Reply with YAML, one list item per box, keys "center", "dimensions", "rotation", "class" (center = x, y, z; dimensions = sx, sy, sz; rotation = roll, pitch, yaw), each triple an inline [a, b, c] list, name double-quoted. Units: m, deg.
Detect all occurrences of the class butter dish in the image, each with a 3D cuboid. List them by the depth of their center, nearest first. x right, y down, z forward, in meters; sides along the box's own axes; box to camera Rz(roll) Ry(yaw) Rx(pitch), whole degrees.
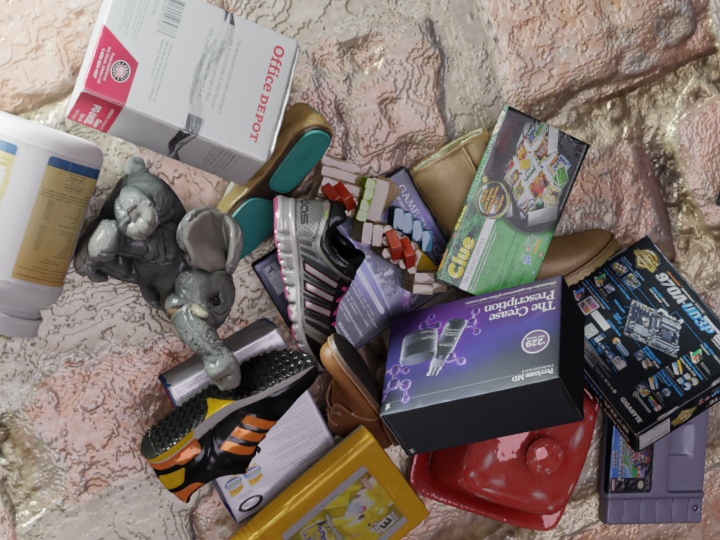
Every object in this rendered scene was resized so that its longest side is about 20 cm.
- center: [0.179, 0.187, 1.690]
  dimensions: [0.198, 0.148, 0.202]
  rotation: [19, 92, -16]
  class: "butter dish"

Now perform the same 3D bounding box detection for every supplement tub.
- center: [-0.347, -0.048, 1.520]
  dimensions: [0.143, 0.145, 0.202]
  rotation: [18, 92, -16]
  class: "supplement tub"

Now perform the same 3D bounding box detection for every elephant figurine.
- center: [-0.182, 0.001, 1.566]
  dimensions: [0.199, 0.141, 0.156]
  rotation: [34, 85, -15]
  class: "elephant figurine"

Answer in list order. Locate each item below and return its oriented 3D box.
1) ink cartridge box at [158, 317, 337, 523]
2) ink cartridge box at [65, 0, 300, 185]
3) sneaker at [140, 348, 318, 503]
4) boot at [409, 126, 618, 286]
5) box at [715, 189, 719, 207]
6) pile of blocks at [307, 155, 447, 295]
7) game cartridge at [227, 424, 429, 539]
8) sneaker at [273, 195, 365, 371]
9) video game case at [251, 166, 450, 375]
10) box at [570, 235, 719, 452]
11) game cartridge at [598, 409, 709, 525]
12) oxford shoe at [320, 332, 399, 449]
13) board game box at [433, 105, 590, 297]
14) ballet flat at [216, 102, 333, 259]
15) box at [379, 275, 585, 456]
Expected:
- center: [-0.110, 0.173, 1.648]
  dimensions: [0.136, 0.076, 0.202]
  rotation: [-28, 102, -9]
  class: "ink cartridge box"
- center: [-0.176, -0.192, 1.554]
  dimensions: [0.198, 0.083, 0.147]
  rotation: [21, 66, -16]
  class: "ink cartridge box"
- center: [-0.122, 0.159, 1.577]
  dimensions: [0.199, 0.070, 0.091]
  rotation: [-31, 119, -8]
  class: "sneaker"
- center: [0.173, -0.067, 1.699]
  dimensions: [0.174, 0.066, 0.201]
  rotation: [-32, 100, -15]
  class: "boot"
- center: [0.528, -0.095, 1.759]
  dimensions: [0.198, 0.122, 0.107]
  rotation: [14, 93, -16]
  class: "box"
- center: [0.031, -0.048, 1.646]
  dimensions: [0.200, 0.062, 0.082]
  rotation: [40, 86, -17]
  class: "pile of blocks"
- center: [-0.034, 0.280, 1.661]
  dimensions: [0.200, 0.032, 0.177]
  rotation: [-41, 137, -7]
  class: "game cartridge"
- center: [-0.034, 0.012, 1.610]
  dimensions: [0.086, 0.074, 0.202]
  rotation: [-9, 112, 5]
  class: "sneaker"
- center: [0.000, 0.000, 1.685]
  dimensions: [0.199, 0.019, 0.144]
  rotation: [-33, 104, -10]
  class: "video game case"
- center: [0.308, 0.077, 1.697]
  dimensions: [0.158, 0.201, 0.046]
  rotation: [-31, 148, -9]
  class: "box"
- center: [0.342, 0.195, 1.795]
  dimensions: [0.128, 0.038, 0.203]
  rotation: [0, 97, -19]
  class: "game cartridge"
- center: [-0.010, 0.140, 1.635]
  dimensions: [0.071, 0.072, 0.201]
  rotation: [-22, 139, 4]
  class: "oxford shoe"
- center: [0.163, -0.063, 1.657]
  dimensions: [0.104, 0.023, 0.202]
  rotation: [24, 86, -15]
  class: "board game box"
- center: [-0.101, -0.091, 1.621]
  dimensions: [0.068, 0.063, 0.200]
  rotation: [23, 116, -45]
  class: "ballet flat"
- center: [0.129, 0.100, 1.609]
  dimensions: [0.198, 0.142, 0.079]
  rotation: [-15, 135, 22]
  class: "box"
